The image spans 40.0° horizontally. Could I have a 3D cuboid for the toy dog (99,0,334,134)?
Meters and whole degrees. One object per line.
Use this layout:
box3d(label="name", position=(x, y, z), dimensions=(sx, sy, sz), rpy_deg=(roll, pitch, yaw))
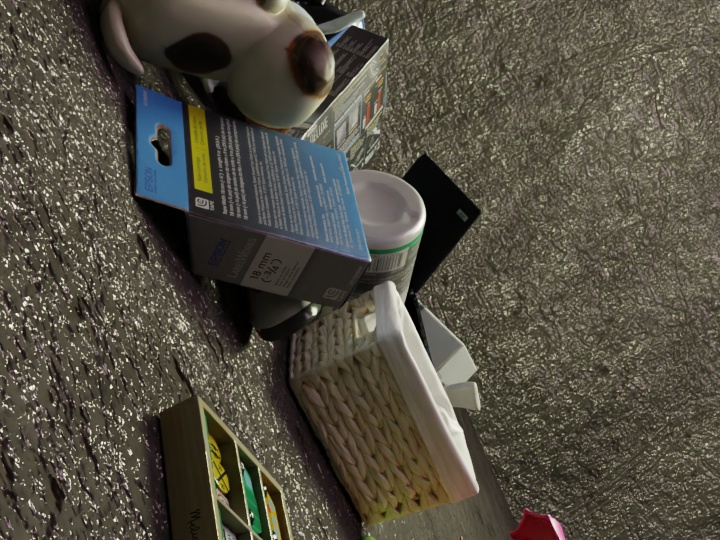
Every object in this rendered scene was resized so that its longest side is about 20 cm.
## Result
box3d(label="toy dog", position=(-0.109, -0.210, 0.855), dimensions=(0.199, 0.140, 0.195), rpy_deg=(34, 37, -15))

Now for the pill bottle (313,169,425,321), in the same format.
box3d(label="pill bottle", position=(0.000, 0.000, 1.078), dimensions=(0.201, 0.112, 0.114), rpy_deg=(102, -23, -45))

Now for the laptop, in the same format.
box3d(label="laptop", position=(0.081, -0.006, 1.190), dimensions=(0.177, 0.103, 0.201), rpy_deg=(-122, -166, -57))

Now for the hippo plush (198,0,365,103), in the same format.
box3d(label="hippo plush", position=(-0.134, -0.231, 1.044), dimensions=(0.199, 0.160, 0.161), rpy_deg=(30, 32, 11))

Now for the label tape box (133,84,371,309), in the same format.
box3d(label="label tape box", position=(-0.101, -0.060, 0.818), dimensions=(0.199, 0.063, 0.145), rpy_deg=(15, 39, -25))

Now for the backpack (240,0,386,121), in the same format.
box3d(label="backpack", position=(-0.060, -0.214, 1.248), dimensions=(0.147, 0.183, 0.201), rpy_deg=(38, -23, 22))

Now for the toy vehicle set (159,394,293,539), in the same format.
box3d(label="toy vehicle set", position=(-0.063, 0.184, 0.555), dimensions=(0.125, 0.026, 0.201), rpy_deg=(60, 9, -47))

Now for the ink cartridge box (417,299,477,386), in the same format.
box3d(label="ink cartridge box", position=(0.067, 0.089, 1.443), dimensions=(0.200, 0.084, 0.145), rpy_deg=(45, -4, 25))

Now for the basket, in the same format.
box3d(label="basket", position=(0.020, 0.137, 0.992), dimensions=(0.136, 0.123, 0.201), rpy_deg=(-96, 160, -69))

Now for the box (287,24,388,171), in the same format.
box3d(label="box", position=(-0.041, -0.134, 1.036), dimensions=(0.200, 0.049, 0.158), rpy_deg=(-54, 160, -34))

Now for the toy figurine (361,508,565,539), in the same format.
box3d(label="toy figurine", position=(0.103, 0.277, 0.899), dimensions=(0.200, 0.183, 0.151), rpy_deg=(54, 13, -60))

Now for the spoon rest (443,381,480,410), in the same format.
box3d(label="spoon rest", position=(0.069, 0.196, 1.177), dimensions=(0.200, 0.060, 0.100), rpy_deg=(-35, 121, -45))

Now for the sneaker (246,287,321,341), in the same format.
box3d(label="sneaker", position=(-0.090, -0.018, 0.897), dimensions=(0.108, 0.067, 0.202), rpy_deg=(63, 4, -21))
